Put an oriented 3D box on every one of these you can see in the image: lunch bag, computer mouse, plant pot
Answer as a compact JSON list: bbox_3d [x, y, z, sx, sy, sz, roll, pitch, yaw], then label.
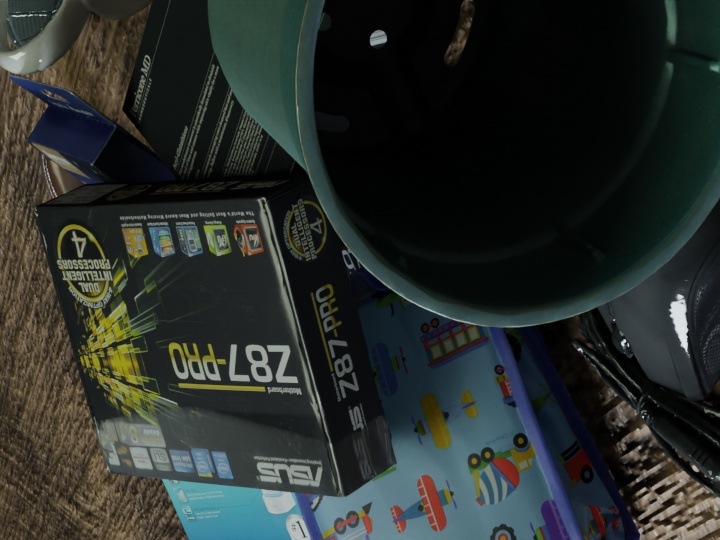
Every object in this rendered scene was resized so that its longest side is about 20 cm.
[{"bbox_3d":[0.035,0.092,1.060,0.202,0.150,0.094,65,-157,5],"label":"lunch bag"},{"bbox_3d":[0.134,0.013,0.889,0.139,0.052,0.201,46,153,38],"label":"computer mouse"},{"bbox_3d":[0.032,-0.102,0.823,0.196,0.199,0.202,36,147,62],"label":"plant pot"}]

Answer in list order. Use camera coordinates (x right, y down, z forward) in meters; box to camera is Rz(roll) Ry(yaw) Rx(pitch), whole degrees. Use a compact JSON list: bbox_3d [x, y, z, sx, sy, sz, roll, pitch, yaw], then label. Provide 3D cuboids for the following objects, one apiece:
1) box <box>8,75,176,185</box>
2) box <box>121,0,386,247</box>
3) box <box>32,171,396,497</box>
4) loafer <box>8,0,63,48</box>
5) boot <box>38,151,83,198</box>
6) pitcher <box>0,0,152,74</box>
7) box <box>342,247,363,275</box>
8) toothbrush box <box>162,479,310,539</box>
[{"bbox_3d":[-0.123,-0.046,1.168,0.199,0.033,0.121,37,172,-28],"label":"box"},{"bbox_3d":[-0.042,-0.121,1.032,0.141,0.078,0.201,49,138,25],"label":"box"},{"bbox_3d":[-0.082,0.032,1.045,0.199,0.049,0.163,1,112,45],"label":"box"},{"bbox_3d":[-0.230,-0.248,1.407,0.201,0.071,0.063,101,157,-48],"label":"loafer"},{"bbox_3d":[-0.159,-0.016,1.494,0.200,0.064,0.187,36,159,55],"label":"boot"},{"bbox_3d":[-0.193,-0.215,1.207,0.200,0.172,0.121,38,170,43],"label":"pitcher"},{"bbox_3d":[0.000,0.000,1.183,0.161,0.043,0.200,65,158,-4],"label":"box"},{"bbox_3d":[-0.080,0.097,1.364,0.146,0.085,0.202,-14,104,46],"label":"toothbrush box"}]
